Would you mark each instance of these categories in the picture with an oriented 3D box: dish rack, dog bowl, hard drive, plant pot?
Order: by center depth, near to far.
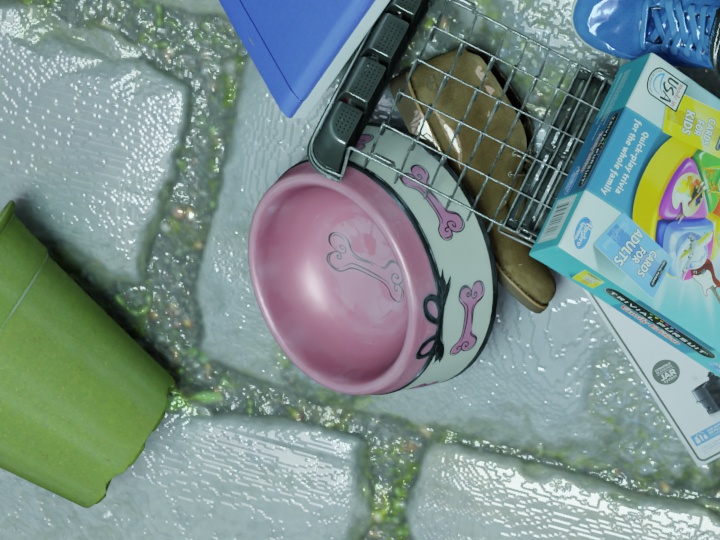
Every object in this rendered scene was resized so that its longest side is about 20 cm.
[{"bbox_3d":[0.081,-0.101,1.359,0.199,0.055,0.154,27,71,2],"label":"dish rack"},{"bbox_3d":[-0.024,-0.222,1.378,0.200,0.025,0.132,-52,55,36],"label":"hard drive"},{"bbox_3d":[0.000,0.000,1.432,0.200,0.074,0.201,21,123,37],"label":"dog bowl"},{"bbox_3d":[-0.251,0.082,1.538,0.190,0.200,0.200,36,116,-12],"label":"plant pot"}]

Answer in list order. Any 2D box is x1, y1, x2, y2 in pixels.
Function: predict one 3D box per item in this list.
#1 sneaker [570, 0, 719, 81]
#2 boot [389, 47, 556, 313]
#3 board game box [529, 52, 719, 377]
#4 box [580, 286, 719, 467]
[{"bbox_3d":[0.231,-0.163,1.324,0.199,0.111,0.077,7,110,16],"label":"sneaker"},{"bbox_3d":[0.100,-0.065,1.427,0.075,0.074,0.201,-27,96,14],"label":"boot"},{"bbox_3d":[0.232,-0.026,1.329,0.199,0.047,0.152,32,74,-15],"label":"board game box"},{"bbox_3d":[0.237,0.025,1.415,0.116,0.060,0.201,-30,97,23],"label":"box"}]
